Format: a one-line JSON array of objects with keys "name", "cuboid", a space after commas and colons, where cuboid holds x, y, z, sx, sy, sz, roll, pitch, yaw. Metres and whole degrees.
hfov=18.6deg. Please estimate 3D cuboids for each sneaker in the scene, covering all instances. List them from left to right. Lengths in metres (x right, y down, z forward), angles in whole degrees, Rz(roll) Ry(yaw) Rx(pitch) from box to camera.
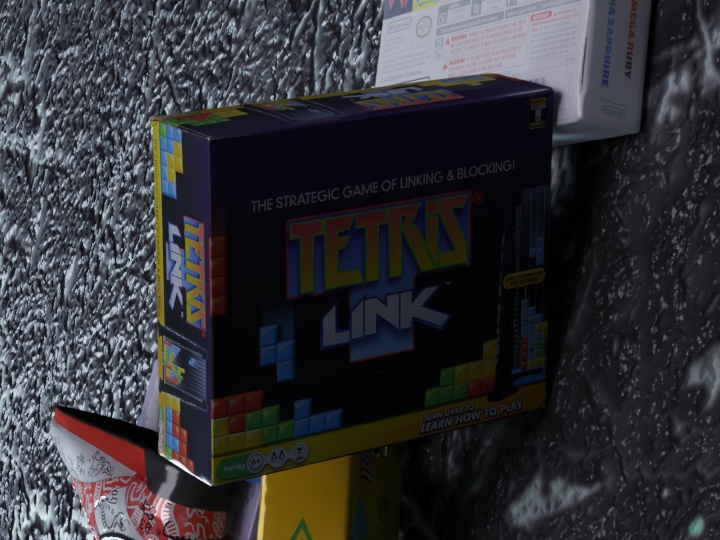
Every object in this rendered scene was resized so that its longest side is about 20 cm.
[{"name": "sneaker", "cuboid": [-0.148, 0.150, 1.328, 0.201, 0.067, 0.109, 16, 91, 57]}]

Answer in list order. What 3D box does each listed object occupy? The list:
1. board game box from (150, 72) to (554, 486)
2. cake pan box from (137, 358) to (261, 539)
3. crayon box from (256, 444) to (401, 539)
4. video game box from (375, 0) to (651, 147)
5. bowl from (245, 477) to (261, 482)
[{"name": "board game box", "cuboid": [0.000, 0.000, 1.053, 0.057, 0.199, 0.167, 23, 118, 52]}, {"name": "cake pan box", "cuboid": [-0.096, 0.172, 1.347, 0.184, 0.052, 0.201, 28, 105, 61]}, {"name": "crayon box", "cuboid": [-0.017, 0.171, 1.146, 0.127, 0.050, 0.202, 49, -137, -70]}, {"name": "video game box", "cuboid": [0.080, -0.154, 1.160, 0.200, 0.047, 0.184, -5, 79, 59]}, {"name": "bowl", "cuboid": [-0.034, 0.029, 1.244, 0.200, 0.039, 0.201, -40, 31, 31]}]
